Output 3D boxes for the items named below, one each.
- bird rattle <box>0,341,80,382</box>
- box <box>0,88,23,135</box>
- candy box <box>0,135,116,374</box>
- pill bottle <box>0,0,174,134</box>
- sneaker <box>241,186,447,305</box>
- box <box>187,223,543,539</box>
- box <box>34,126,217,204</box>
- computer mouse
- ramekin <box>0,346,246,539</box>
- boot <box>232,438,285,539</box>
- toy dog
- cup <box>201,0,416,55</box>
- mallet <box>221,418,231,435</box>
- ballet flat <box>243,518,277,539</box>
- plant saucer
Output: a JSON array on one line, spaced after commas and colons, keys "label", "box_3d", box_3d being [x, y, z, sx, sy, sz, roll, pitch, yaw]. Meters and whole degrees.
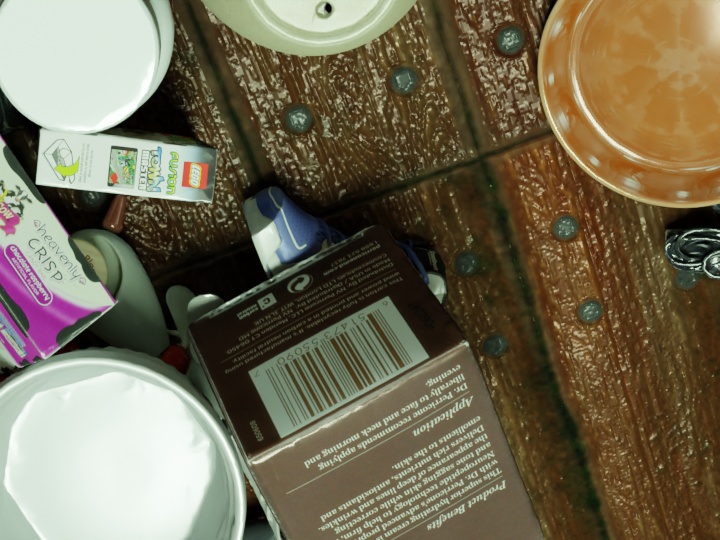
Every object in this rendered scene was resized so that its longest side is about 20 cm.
[{"label": "bird rattle", "box_3d": [-0.187, 0.142, 1.140, 0.112, 0.163, 0.201, -30, 136, -10]}, {"label": "box", "box_3d": [-0.321, -0.167, 0.954, 0.158, 0.044, 0.203, -14, 95, 2]}, {"label": "candy box", "box_3d": [-0.238, -0.008, 0.962, 0.061, 0.200, 0.137, -37, 99, -23]}, {"label": "pill bottle", "box_3d": [-0.172, -0.155, 0.926, 0.112, 0.200, 0.116, -2, 109, -7]}, {"label": "sneaker", "box_3d": [0.000, 0.001, 1.130, 0.114, 0.081, 0.200, -32, 123, 5]}, {"label": "box", "box_3d": [0.003, 0.114, 1.044, 0.164, 0.165, 0.201, -27, 126, -6]}, {"label": "box", "box_3d": [-0.157, -0.075, 0.989, 0.108, 0.200, 0.035, 6, 96, -10]}, {"label": "computer mouse", "box_3d": [0.291, -0.093, 1.111, 0.137, 0.053, 0.202, 2, 120, 22]}, {"label": "ramekin", "box_3d": [-0.176, 0.146, 1.011, 0.197, 0.105, 0.203, -1, 98, -4]}, {"label": "boot", "box_3d": [-0.061, 0.157, 1.198, 0.073, 0.096, 0.201, -31, 120, 12]}, {"label": "toy dog", "box_3d": [-0.151, 0.020, 1.108, 0.200, 0.131, 0.097, 40, 78, -34]}, {"label": "cup", "box_3d": [-0.031, -0.217, 0.950, 0.197, 0.144, 0.203, -3, 122, -5]}, {"label": "mallet", "box_3d": [-0.016, 0.118, 1.187, 0.197, 0.066, 0.042, 7, 115, -18]}, {"label": "ballet flat", "box_3d": [-0.143, 0.261, 1.267, 0.073, 0.073, 0.200, 29, 122, -22]}, {"label": "plant saucer", "box_3d": [0.225, -0.141, 1.057, 0.198, 0.032, 0.203, 10, 123, 16]}]
